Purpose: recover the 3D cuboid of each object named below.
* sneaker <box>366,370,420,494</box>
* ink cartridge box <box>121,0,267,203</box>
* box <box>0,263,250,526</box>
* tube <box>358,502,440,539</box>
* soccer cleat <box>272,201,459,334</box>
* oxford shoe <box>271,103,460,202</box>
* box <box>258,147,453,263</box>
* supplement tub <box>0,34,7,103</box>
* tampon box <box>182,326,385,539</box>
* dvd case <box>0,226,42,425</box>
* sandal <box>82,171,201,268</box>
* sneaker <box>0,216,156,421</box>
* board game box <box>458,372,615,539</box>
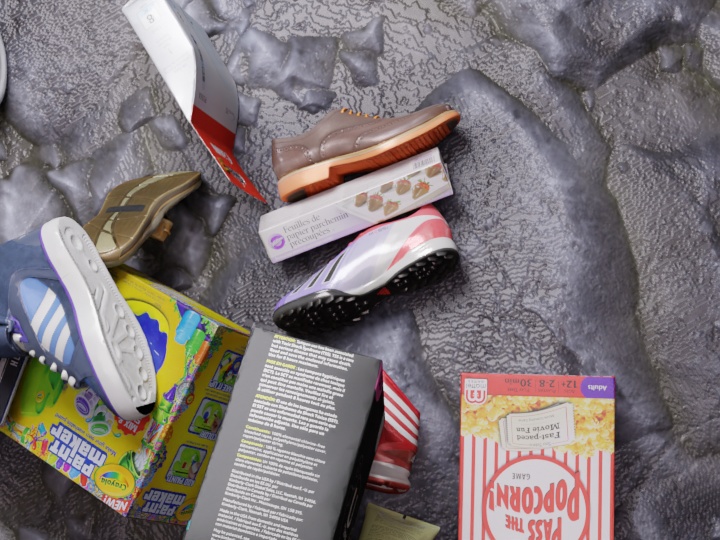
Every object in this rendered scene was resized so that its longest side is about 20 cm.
[{"bbox_3d":[-0.034,0.144,1.311,0.197,0.079,0.117,15,71,7],"label":"sneaker"},{"bbox_3d":[-0.145,-0.169,1.300,0.047,0.160,0.201,-33,81,5],"label":"ink cartridge box"},{"bbox_3d":[-0.217,0.111,1.274,0.198,0.122,0.195,25,88,30],"label":"box"},{"bbox_3d":[0.020,0.278,1.223,0.052,0.200,0.058,-32,100,23],"label":"tube"},{"bbox_3d":[0.000,0.000,1.319,0.198,0.068,0.074,-25,58,9],"label":"soccer cleat"},{"bbox_3d":[0.002,-0.136,1.323,0.197,0.071,0.074,-20,77,6],"label":"oxford shoe"},{"bbox_3d":[-0.005,-0.065,1.320,0.198,0.042,0.039,-21,115,8],"label":"box"},{"bbox_3d":[-0.480,-0.212,1.372,0.197,0.123,0.125,-7,83,8],"label":"supplement tub"},{"bbox_3d":[-0.061,0.181,1.171,0.124,0.150,0.202,14,66,8],"label":"tampon box"},{"bbox_3d":[-0.350,0.056,1.301,0.025,0.150,0.203,27,69,-28],"label":"dvd case"},{"bbox_3d":[-0.217,-0.045,1.300,0.079,0.201,0.055,0,119,17],"label":"sandal"},{"bbox_3d":[-0.281,0.067,1.190,0.145,0.080,0.202,-29,82,18],"label":"sneaker"},{"bbox_3d":[0.170,0.202,1.276,0.149,0.046,0.203,0,85,8],"label":"board game box"}]
